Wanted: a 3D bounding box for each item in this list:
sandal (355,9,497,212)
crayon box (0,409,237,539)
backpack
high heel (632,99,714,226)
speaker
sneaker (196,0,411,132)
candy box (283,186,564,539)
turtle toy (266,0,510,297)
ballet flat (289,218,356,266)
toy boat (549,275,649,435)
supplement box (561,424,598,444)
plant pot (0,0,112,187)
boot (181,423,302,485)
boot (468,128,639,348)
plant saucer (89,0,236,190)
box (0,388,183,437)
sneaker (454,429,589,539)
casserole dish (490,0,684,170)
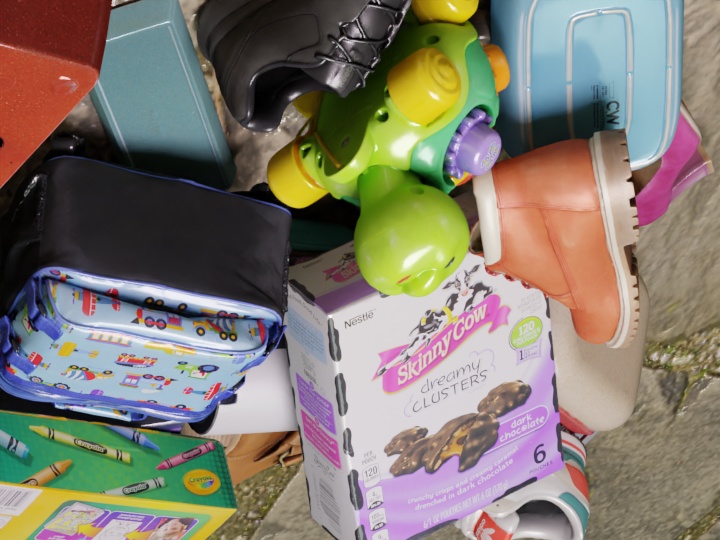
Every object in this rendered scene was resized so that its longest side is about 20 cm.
[{"bbox_3d":[0.050,-0.086,1.466,0.081,0.055,0.200,1,145,-29],"label":"sandal"},{"bbox_3d":[-0.195,0.154,1.511,0.199,0.059,0.119,12,139,-39],"label":"crayon box"},{"bbox_3d":[-0.154,0.025,1.439,0.181,0.136,0.200,13,150,-24],"label":"backpack"},{"bbox_3d":[0.175,-0.083,1.533,0.096,0.068,0.200,-32,161,6],"label":"high heel"},{"bbox_3d":[-0.020,0.070,1.584,0.198,0.082,0.081,-1,146,-25],"label":"speaker"},{"bbox_3d":[-0.003,-0.149,1.297,0.200,0.091,0.076,-37,139,26],"label":"sneaker"},{"bbox_3d":[0.042,0.068,1.511,0.167,0.071,0.201,-23,125,-23],"label":"candy box"},{"bbox_3d":[0.026,-0.074,1.341,0.101,0.201,0.145,36,133,-25],"label":"turtle toy"},{"bbox_3d":[0.000,0.000,1.557,0.198,0.069,0.072,0,122,-23],"label":"ballet flat"},{"bbox_3d":[0.130,0.042,1.684,0.130,0.132,0.200,2,160,30],"label":"toy boat"},{"bbox_3d":[0.091,0.113,1.770,0.199,0.061,0.109,2,141,-39],"label":"supplement box"},{"bbox_3d":[-0.231,-0.137,1.106,0.199,0.177,0.200,13,138,-41],"label":"plant pot"},{"bbox_3d":[-0.077,0.126,1.693,0.154,0.077,0.201,-10,142,-21],"label":"boot"},{"bbox_3d":[0.122,-0.014,1.440,0.106,0.076,0.201,-10,145,5],"label":"boot"},{"bbox_3d":[-0.123,-0.095,1.392,0.069,0.019,0.200,-18,149,-1],"label":"plant saucer"},{"bbox_3d":[-0.213,0.120,1.608,0.147,0.105,0.201,-8,149,-16],"label":"box"},{"bbox_3d":[0.077,0.155,1.656,0.198,0.094,0.071,10,135,-17],"label":"sneaker"},{"bbox_3d":[0.141,-0.127,1.396,0.120,0.039,0.201,-8,132,-3],"label":"casserole dish"}]
